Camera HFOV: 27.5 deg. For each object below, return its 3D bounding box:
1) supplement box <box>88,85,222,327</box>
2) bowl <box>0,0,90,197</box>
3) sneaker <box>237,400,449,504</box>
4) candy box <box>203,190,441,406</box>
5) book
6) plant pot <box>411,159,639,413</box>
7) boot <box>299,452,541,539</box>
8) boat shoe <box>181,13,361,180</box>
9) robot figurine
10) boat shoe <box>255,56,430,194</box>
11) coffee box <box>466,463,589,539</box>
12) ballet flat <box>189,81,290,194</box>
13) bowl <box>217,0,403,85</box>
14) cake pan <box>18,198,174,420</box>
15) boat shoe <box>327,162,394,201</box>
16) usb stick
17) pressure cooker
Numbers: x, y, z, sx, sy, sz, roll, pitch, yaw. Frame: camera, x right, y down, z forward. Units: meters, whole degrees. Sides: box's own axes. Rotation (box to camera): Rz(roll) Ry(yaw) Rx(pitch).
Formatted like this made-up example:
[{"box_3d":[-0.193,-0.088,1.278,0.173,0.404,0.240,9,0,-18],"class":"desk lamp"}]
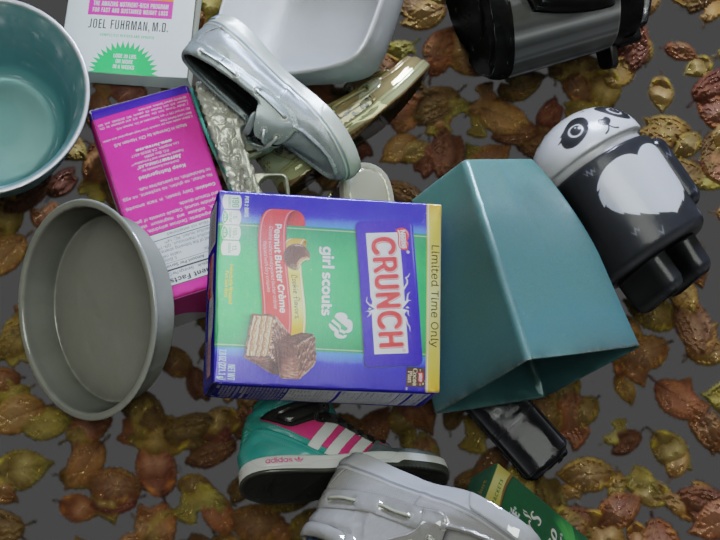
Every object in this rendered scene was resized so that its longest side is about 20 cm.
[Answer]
[{"box_3d":[-0.181,-0.058,1.408,0.103,0.101,0.201,-16,76,-9],"class":"supplement box"},{"box_3d":[-0.356,-0.150,1.421,0.199,0.105,0.203,1,74,-4],"class":"bowl"},{"box_3d":[-0.021,0.152,1.365,0.198,0.084,0.121,4,49,-19],"class":"sneaker"},{"box_3d":[-0.032,0.026,1.279,0.198,0.077,0.171,3,77,-12],"class":"candy box"},{"box_3d":[-0.229,-0.287,1.504,0.132,0.048,0.202,4,75,1],"class":"book"},{"box_3d":[0.129,0.007,1.344,0.141,0.141,0.201,-5,69,-37],"class":"plant pot"},{"box_3d":[0.046,0.227,1.224,0.199,0.074,0.096,15,58,33],"class":"boot"},{"box_3d":[-0.088,-0.148,1.382,0.201,0.070,0.072,45,65,-1],"class":"boat shoe"},{"box_3d":[0.252,-0.063,1.424,0.124,0.150,0.201,-36,78,20],"class":"robot figurine"},{"box_3d":[-0.017,-0.156,1.462,0.200,0.073,0.063,-39,82,-12],"class":"boat shoe"},{"box_3d":[0.165,0.279,1.308,0.200,0.044,0.123,41,44,-10],"class":"coffee box"},{"box_3d":[-0.105,-0.092,1.419,0.071,0.072,0.201,-18,82,-9],"class":"ballet flat"},{"box_3d":[-0.038,-0.267,1.461,0.198,0.075,0.201,3,68,35],"class":"bowl"},{"box_3d":[-0.241,0.035,1.350,0.037,0.200,0.202,-4,68,-49],"class":"cake pan"},{"box_3d":[0.000,0.000,1.425,0.071,0.059,0.202,2,75,-24],"class":"boat shoe"},{"box_3d":[0.118,0.114,1.414,0.055,0.033,0.200,-41,80,-7],"class":"usb stick"},{"box_3d":[0.193,-0.297,1.465,0.198,0.177,0.179,-16,51,-9],"class":"pressure cooker"}]
